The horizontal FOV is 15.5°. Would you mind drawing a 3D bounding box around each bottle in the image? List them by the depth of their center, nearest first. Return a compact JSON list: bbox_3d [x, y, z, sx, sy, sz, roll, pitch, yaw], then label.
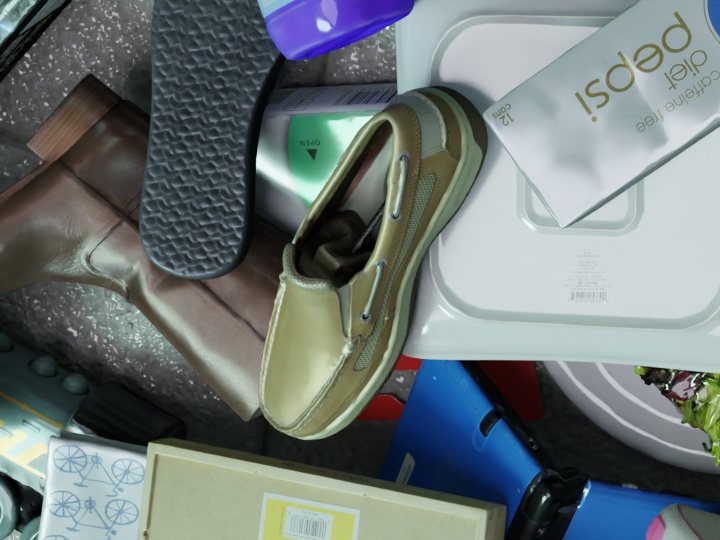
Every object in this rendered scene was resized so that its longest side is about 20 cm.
[{"bbox_3d":[-0.038,-0.205,1.276,0.084,0.065,0.200,-17,93,64],"label":"bottle"}]

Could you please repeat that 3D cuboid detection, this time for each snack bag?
[{"bbox_3d":[-0.095,0.188,1.486,0.188,0.021,0.200,12,122,-1],"label":"snack bag"}]

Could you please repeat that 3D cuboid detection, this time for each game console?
[{"bbox_3d":[0.101,0.147,1.429,0.171,0.118,0.200,53,142,32],"label":"game console"}]

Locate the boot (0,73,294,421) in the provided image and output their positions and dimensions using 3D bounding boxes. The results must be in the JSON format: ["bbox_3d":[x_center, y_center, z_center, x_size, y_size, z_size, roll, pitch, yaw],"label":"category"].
[{"bbox_3d":[-0.118,0.026,1.384,0.200,0.064,0.186,40,106,-1],"label":"boot"}]

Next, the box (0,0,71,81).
[{"bbox_3d":[-0.241,-0.173,1.401,0.164,0.086,0.200,47,126,-2],"label":"box"}]

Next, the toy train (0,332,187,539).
[{"bbox_3d":[-0.194,0.099,1.532,0.200,0.085,0.114,29,113,12],"label":"toy train"}]

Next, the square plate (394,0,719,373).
[{"bbox_3d":[0.110,-0.049,1.278,0.200,0.028,0.198,3,99,16],"label":"square plate"}]

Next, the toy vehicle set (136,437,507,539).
[{"bbox_3d":[-0.026,0.166,1.380,0.200,0.027,0.124,10,95,24],"label":"toy vehicle set"}]

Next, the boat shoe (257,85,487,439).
[{"bbox_3d":[-0.013,-0.001,1.280,0.072,0.076,0.200,35,117,27],"label":"boat shoe"}]

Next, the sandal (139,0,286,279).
[{"bbox_3d":[-0.073,-0.095,1.343,0.076,0.043,0.200,14,90,8],"label":"sandal"}]

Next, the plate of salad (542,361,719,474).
[{"bbox_3d":[0.168,0.020,1.323,0.200,0.048,0.200,12,121,21],"label":"plate of salad"}]

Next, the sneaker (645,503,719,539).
[{"bbox_3d":[0.240,0.139,1.316,0.200,0.081,0.088,12,110,-14],"label":"sneaker"}]

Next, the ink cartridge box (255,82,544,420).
[{"bbox_3d":[0.000,0.000,1.398,0.161,0.050,0.200,-2,113,27],"label":"ink cartridge box"}]

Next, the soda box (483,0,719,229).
[{"bbox_3d":[0.158,-0.103,1.207,0.200,0.064,0.068,-35,87,15],"label":"soda box"}]
